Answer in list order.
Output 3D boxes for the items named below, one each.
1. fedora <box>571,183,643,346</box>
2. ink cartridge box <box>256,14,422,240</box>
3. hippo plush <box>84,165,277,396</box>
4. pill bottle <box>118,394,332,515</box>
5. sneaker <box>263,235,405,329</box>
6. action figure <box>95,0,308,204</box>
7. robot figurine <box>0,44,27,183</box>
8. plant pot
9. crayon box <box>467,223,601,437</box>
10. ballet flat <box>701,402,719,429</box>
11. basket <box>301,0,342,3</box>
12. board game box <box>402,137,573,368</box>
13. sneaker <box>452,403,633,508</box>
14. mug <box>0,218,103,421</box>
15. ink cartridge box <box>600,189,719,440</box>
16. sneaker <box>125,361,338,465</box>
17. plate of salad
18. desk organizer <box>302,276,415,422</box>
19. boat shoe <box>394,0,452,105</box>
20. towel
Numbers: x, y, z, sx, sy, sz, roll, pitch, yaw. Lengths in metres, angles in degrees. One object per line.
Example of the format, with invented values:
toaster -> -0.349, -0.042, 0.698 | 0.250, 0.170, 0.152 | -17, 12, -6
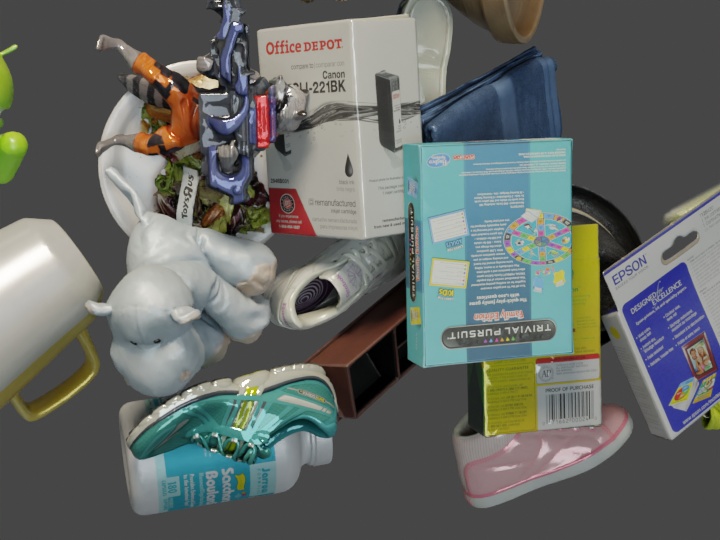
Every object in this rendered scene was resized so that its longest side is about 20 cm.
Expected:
fedora -> 0.221, 0.004, 1.356 | 0.200, 0.092, 0.201 | -3, 100, -15
ink cartridge box -> -0.018, -0.135, 1.231 | 0.084, 0.144, 0.201 | -9, 100, -40
hippo plush -> -0.158, 0.026, 1.189 | 0.159, 0.161, 0.201 | 0, 114, 0
pill bottle -> -0.131, 0.170, 1.283 | 0.199, 0.111, 0.111 | -8, 101, -13
sneaker -> 0.000, 0.000, 1.295 | 0.200, 0.100, 0.075 | -36, 104, -8
action figure -> -0.139, -0.171, 1.183 | 0.193, 0.105, 0.201 | 10, 108, 3
robot figurine -> -0.385, -0.129, 1.160 | 0.175, 0.116, 0.200 | 28, 91, -13
plant pot -> 0.118, -0.319, 1.248 | 0.092, 0.201, 0.201 | 6, 100, 19
crayon box -> 0.169, 0.055, 1.275 | 0.127, 0.051, 0.201 | -3, 98, -14
ballet flat -> 0.362, 0.092, 1.430 | 0.067, 0.067, 0.200 | -27, 108, 10
basket -> -0.019, -0.361, 1.201 | 0.143, 0.149, 0.200 | 43, 88, -18
board game box -> 0.118, -0.019, 1.199 | 0.151, 0.047, 0.201 | -4, 98, -17
sneaker -> 0.189, 0.166, 1.385 | 0.200, 0.075, 0.105 | -23, 110, -6
mug -> -0.322, 0.037, 1.215 | 0.153, 0.187, 0.149 | -37, 74, -15
ink cartridge box -> 0.342, 0.038, 1.348 | 0.197, 0.047, 0.200 | -32, 106, -22
sneaker -> -0.114, 0.140, 1.198 | 0.200, 0.078, 0.080 | -13, 70, -17
plate of salad -> -0.151, -0.102, 1.264 | 0.200, 0.048, 0.201 | -3, 100, -15
desk organizer -> 0.048, 0.063, 1.295 | 0.200, 0.077, 0.072 | -39, 108, -28
boat shoe -> 0.044, -0.175, 1.295 | 0.075, 0.062, 0.201 | 4, 96, -14
towel -> 0.124, -0.137, 1.289 | 0.200, 0.048, 0.112 | -33, 124, -38
